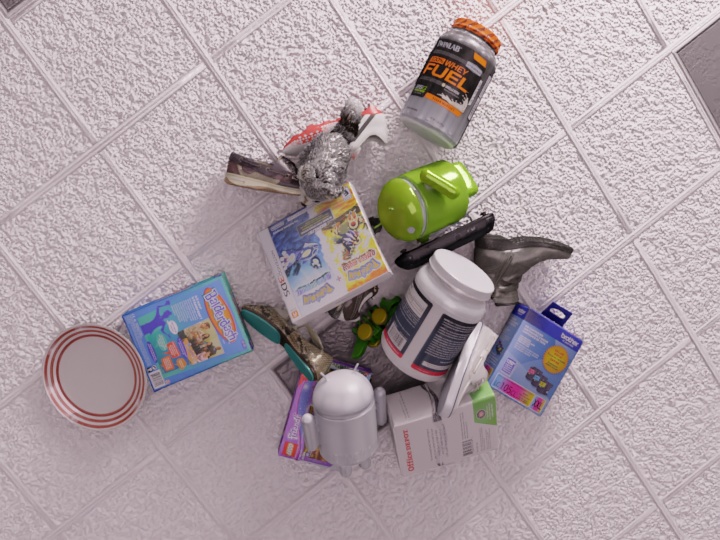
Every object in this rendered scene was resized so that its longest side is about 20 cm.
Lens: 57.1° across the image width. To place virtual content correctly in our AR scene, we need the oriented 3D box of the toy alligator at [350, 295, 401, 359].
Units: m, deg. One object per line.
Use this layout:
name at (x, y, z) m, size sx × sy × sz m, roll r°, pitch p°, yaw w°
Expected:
toy alligator at (0.042, 0.081, 1.254) m, size 0.200 × 0.059 × 0.054 m, roll -47°, pitch 59°, yaw 1°

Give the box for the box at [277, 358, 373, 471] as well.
box at (-0.068, 0.270, 1.268) m, size 0.134 × 0.039 × 0.205 m, roll 16°, pitch 95°, yaw -9°

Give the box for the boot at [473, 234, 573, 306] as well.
boot at (0.304, 0.002, 1.274) m, size 0.194 × 0.068 × 0.134 m, roll 3°, pitch 101°, yaw 1°

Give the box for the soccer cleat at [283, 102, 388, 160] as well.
soccer cleat at (-0.042, -0.233, 1.195) m, size 0.196 × 0.069 × 0.087 m, roll -21°, pitch 88°, yaw -9°

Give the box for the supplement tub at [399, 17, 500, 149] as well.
supplement tub at (0.163, -0.333, 1.180) m, size 0.121 × 0.123 × 0.203 m, roll 26°, pitch 93°, yaw -9°

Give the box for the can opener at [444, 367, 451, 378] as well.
can opener at (0.173, 0.118, 1.277) m, size 0.052 × 0.066 × 0.205 m, roll -8°, pitch 98°, yaw 34°

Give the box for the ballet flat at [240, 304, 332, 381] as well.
ballet flat at (-0.130, 0.118, 1.223) m, size 0.199 × 0.068 × 0.075 m, roll 40°, pitch 60°, yaw 12°

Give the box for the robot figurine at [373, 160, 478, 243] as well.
robot figurine at (0.114, -0.125, 1.187) m, size 0.197 × 0.176 × 0.117 m, roll -23°, pitch 74°, yaw -26°

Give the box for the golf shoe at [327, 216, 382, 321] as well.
golf shoe at (0.000, 0.000, 1.236) m, size 0.093 × 0.077 × 0.203 m, roll 28°, pitch 91°, yaw -32°

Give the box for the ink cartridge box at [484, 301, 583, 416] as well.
ink cartridge box at (0.335, 0.157, 1.286) m, size 0.134 × 0.076 × 0.203 m, roll 29°, pitch 91°, yaw -9°

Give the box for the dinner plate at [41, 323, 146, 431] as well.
dinner plate at (-0.482, 0.193, 1.206) m, size 0.194 × 0.024 × 0.206 m, roll 0°, pitch 103°, yaw 2°

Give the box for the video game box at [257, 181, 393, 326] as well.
video game box at (-0.065, -0.029, 1.178) m, size 0.197 × 0.047 × 0.185 m, roll -28°, pitch 75°, yaw 8°

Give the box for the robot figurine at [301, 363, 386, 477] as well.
robot figurine at (-0.026, 0.264, 1.185) m, size 0.166 × 0.112 × 0.205 m, roll -17°, pitch 113°, yaw -25°

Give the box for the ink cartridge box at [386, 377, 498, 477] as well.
ink cartridge box at (0.153, 0.287, 1.249) m, size 0.195 × 0.085 × 0.148 m, roll -15°, pitch 124°, yaw -5°

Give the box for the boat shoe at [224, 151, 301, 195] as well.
boat shoe at (-0.145, -0.174, 1.190) m, size 0.194 × 0.072 × 0.067 m, roll 7°, pitch 101°, yaw -2°

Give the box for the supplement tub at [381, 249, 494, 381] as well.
supplement tub at (0.135, 0.081, 1.178) m, size 0.138 × 0.141 × 0.203 m, roll 26°, pitch 113°, yaw -9°

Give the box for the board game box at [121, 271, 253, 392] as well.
board game box at (-0.314, 0.112, 1.216) m, size 0.196 × 0.045 × 0.155 m, roll -21°, pitch 99°, yaw -3°

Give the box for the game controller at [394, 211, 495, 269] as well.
game controller at (0.154, -0.055, 1.222) m, size 0.196 × 0.104 × 0.043 m, roll -25°, pitch 95°, yaw -3°

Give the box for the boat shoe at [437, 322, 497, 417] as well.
boat shoe at (0.197, 0.184, 1.194) m, size 0.065 × 0.073 × 0.202 m, roll 27°, pitch 52°, yaw 3°

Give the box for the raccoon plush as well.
raccoon plush at (-0.054, -0.202, 1.097) m, size 0.094 × 0.134 × 0.205 m, roll 14°, pitch 94°, yaw -7°
